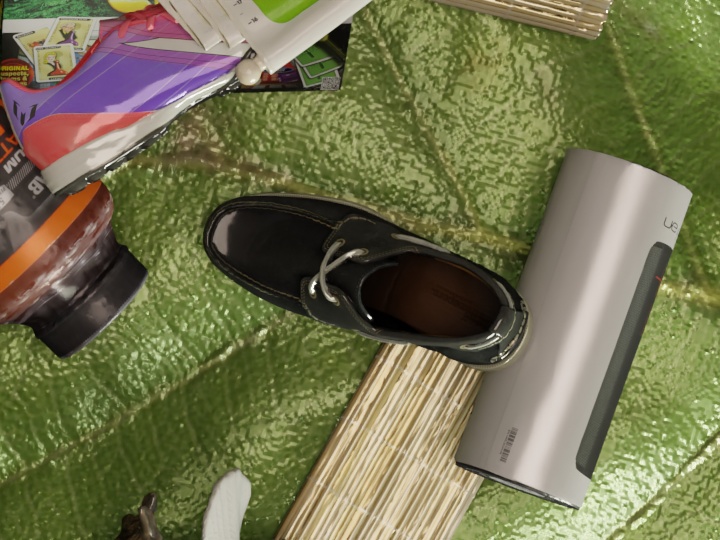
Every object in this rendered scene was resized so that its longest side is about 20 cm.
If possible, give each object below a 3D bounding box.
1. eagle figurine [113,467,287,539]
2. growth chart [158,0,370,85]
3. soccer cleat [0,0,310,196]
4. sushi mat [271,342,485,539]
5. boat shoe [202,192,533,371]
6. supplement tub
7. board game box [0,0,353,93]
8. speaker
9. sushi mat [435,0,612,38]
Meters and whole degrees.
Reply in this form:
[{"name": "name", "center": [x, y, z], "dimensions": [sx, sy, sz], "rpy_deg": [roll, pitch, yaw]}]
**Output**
[{"name": "eagle figurine", "center": [-0.071, 0.220, 1.552], "dimensions": [0.200, 0.151, 0.152], "rpy_deg": [42, 76, -1]}, {"name": "growth chart", "center": [-0.075, -0.197, 1.451], "dimensions": [0.200, 0.018, 0.145], "rpy_deg": [43, 79, 7]}, {"name": "soccer cleat", "center": [-0.099, -0.120, 1.467], "dimensions": [0.200, 0.068, 0.073], "rpy_deg": [-35, 94, -10]}, {"name": "sushi mat", "center": [0.028, 0.112, 1.616], "dimensions": [0.096, 0.012, 0.200], "rpy_deg": [29, 89, -13]}, {"name": "boat shoe", "center": [0.000, 0.000, 1.546], "dimensions": [0.200, 0.068, 0.072], "rpy_deg": [20, 90, 15]}, {"name": "supplement tub", "center": [-0.211, -0.044, 1.507], "dimensions": [0.107, 0.107, 0.200], "rpy_deg": [-46, 102, -4]}, {"name": "board game box", "center": [-0.103, -0.140, 1.529], "dimensions": [0.199, 0.023, 0.105], "rpy_deg": [-3, 138, -11]}, {"name": "speaker", "center": [0.124, 0.032, 1.585], "dimensions": [0.081, 0.081, 0.200], "rpy_deg": [22, 84, -13]}, {"name": "sushi mat", "center": [0.059, -0.195, 1.568], "dimensions": [0.200, 0.012, 0.096], "rpy_deg": [12, 124, -12]}]
